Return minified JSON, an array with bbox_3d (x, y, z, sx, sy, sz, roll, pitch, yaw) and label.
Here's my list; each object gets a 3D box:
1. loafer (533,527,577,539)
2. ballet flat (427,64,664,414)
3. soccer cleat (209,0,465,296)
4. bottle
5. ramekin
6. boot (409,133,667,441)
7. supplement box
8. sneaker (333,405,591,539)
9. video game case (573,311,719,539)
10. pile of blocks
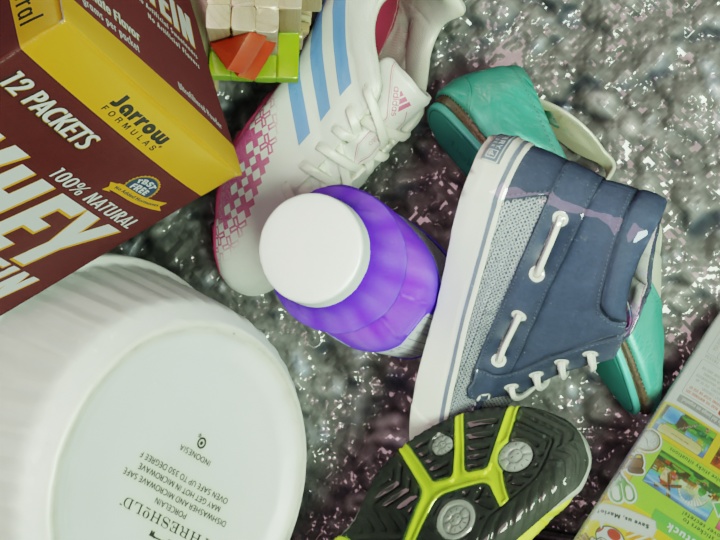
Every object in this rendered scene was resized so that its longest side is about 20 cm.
[{"bbox_3d":[0.141,0.152,0.750,0.198,0.068,0.072,-3,94,17],"label":"loafer"},{"bbox_3d":[0.114,-0.025,0.780,0.070,0.067,0.201,-31,80,-12],"label":"ballet flat"},{"bbox_3d":[-0.013,-0.075,0.799,0.086,0.070,0.202,24,89,44],"label":"soccer cleat"},{"bbox_3d":[0.000,0.000,0.733,0.083,0.200,0.065,41,94,12],"label":"bottle"},{"bbox_3d":[-0.113,0.096,0.742,0.093,0.201,0.205,9,86,44],"label":"ramekin"},{"bbox_3d":[0.083,0.036,0.732,0.089,0.073,0.202,22,131,17],"label":"boot"},{"bbox_3d":[-0.188,-0.098,0.685,0.198,0.133,0.199,-29,56,15],"label":"supplement box"},{"bbox_3d":[0.032,0.142,0.739,0.199,0.076,0.076,-39,46,10],"label":"sneaker"},{"bbox_3d":[0.216,0.133,0.709,0.199,0.023,0.182,32,56,14],"label":"video game case"},{"bbox_3d":[-0.074,-0.107,0.793,0.081,0.199,0.063,5,84,-27],"label":"pile of blocks"}]
